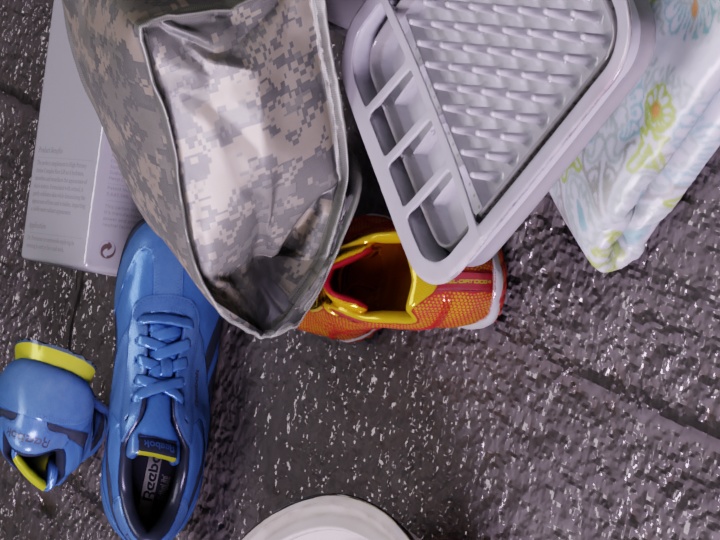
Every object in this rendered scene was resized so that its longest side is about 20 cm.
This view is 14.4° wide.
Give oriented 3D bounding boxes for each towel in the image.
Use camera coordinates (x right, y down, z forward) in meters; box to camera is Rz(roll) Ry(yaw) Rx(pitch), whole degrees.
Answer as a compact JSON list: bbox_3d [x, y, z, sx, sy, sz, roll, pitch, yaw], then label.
[{"bbox_3d":[0.133,-0.127,1.384,0.200,0.048,0.172,-57,39,35],"label":"towel"}]

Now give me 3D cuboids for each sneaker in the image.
[{"bbox_3d":[0.000,0.000,1.546,0.200,0.077,0.073,-9,78,59],"label":"sneaker"},{"bbox_3d":[-0.199,0.102,1.776,0.200,0.066,0.079,99,-174,-76],"label":"sneaker"},{"bbox_3d":[-0.117,0.068,1.702,0.078,0.066,0.201,-137,53,-80],"label":"sneaker"}]

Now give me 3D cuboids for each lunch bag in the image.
[{"bbox_3d":[-0.078,-0.079,1.526,0.164,0.117,0.201,-136,32,-59],"label":"lunch bag"}]

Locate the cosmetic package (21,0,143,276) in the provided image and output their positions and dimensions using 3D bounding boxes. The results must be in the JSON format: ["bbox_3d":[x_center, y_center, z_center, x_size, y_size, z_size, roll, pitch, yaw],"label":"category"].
[{"bbox_3d":[-0.155,-0.098,1.818,0.102,0.074,0.201,9,90,58],"label":"cosmetic package"}]

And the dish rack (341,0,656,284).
[{"bbox_3d":[0.071,-0.108,1.398,0.200,0.043,0.172,-52,44,39],"label":"dish rack"}]

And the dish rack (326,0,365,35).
[{"bbox_3d":[-0.017,-0.202,1.530,0.200,0.043,0.172,28,133,37],"label":"dish rack"}]

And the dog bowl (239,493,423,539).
[{"bbox_3d":[-0.006,0.222,1.481,0.200,0.074,0.201,-21,60,41],"label":"dog bowl"}]
